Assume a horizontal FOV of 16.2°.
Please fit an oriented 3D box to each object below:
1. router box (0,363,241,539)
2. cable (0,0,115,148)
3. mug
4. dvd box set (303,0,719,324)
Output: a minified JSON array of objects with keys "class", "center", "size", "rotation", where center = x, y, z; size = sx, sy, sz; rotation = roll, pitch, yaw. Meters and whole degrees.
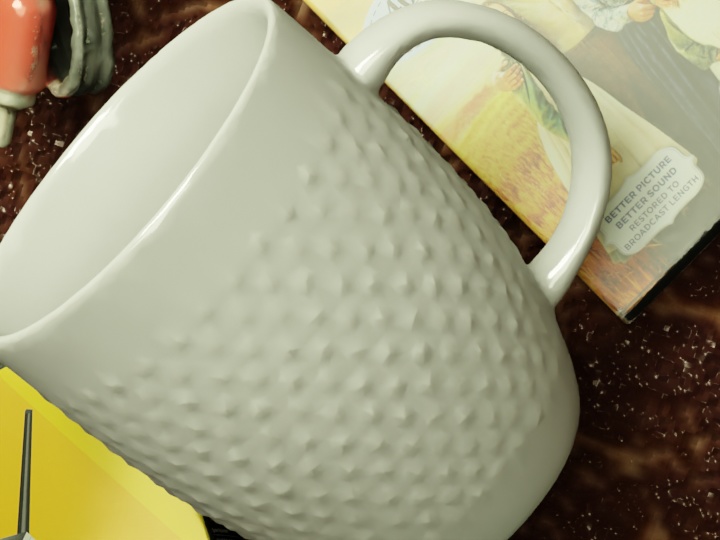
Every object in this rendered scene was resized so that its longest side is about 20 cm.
[{"class":"router box","center":[-0.150,0.097,0.937],"size":[0.200,0.051,0.149],"rotation":[-21,78,10]},{"class":"cable","center":[-0.124,-0.140,0.918],"size":[0.097,0.050,0.200],"rotation":[33,126,35]},{"class":"mug","center":[0.000,0.000,0.854],"size":[0.175,0.148,0.200],"rotation":[41,89,-20]},{"class":"dvd box set","center":[0.077,-0.102,0.915],"size":[0.146,0.029,0.200],"rotation":[-45,78,6]}]
